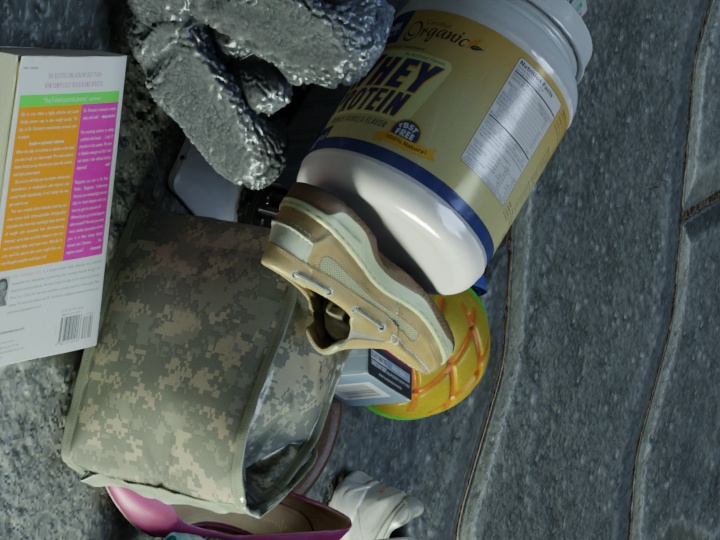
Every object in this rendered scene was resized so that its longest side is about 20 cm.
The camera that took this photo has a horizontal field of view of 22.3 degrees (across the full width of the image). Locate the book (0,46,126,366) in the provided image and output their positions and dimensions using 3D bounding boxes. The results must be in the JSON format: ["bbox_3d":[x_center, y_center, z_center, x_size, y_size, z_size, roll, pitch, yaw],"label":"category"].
[{"bbox_3d":[-0.208,-0.043,1.188,0.133,0.048,0.202,-10,110,-62],"label":"book"}]

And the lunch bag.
[{"bbox_3d":[-0.106,0.072,1.283,0.118,0.163,0.201,46,59,-55],"label":"lunch bag"}]

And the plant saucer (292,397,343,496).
[{"bbox_3d":[-0.073,0.124,1.467,0.200,0.036,0.202,-24,122,-45],"label":"plant saucer"}]

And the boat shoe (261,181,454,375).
[{"bbox_3d":[-0.008,0.024,1.225,0.200,0.071,0.076,46,69,-42],"label":"boat shoe"}]

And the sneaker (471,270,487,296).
[{"bbox_3d":[0.050,-0.031,1.635,0.200,0.070,0.079,24,58,-55],"label":"sneaker"}]

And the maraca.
[{"bbox_3d":[0.033,0.063,1.597,0.199,0.107,0.138,9,98,-36],"label":"maraca"}]

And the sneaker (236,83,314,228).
[{"bbox_3d":[-0.040,-0.085,1.416,0.079,0.073,0.202,15,88,-66],"label":"sneaker"}]

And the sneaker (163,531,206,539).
[{"bbox_3d":[-0.110,0.230,1.340,0.198,0.074,0.083,-11,118,-17],"label":"sneaker"}]

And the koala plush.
[{"bbox_3d":[-0.058,-0.197,1.281,0.177,0.184,0.200,-45,-178,38],"label":"koala plush"}]

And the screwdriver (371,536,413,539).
[{"bbox_3d":[-0.031,0.232,1.545,0.199,0.028,0.029,-3,131,-35],"label":"screwdriver"}]

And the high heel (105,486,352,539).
[{"bbox_3d":[-0.100,0.167,1.365,0.200,0.096,0.068,30,47,-43],"label":"high heel"}]

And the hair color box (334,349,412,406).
[{"bbox_3d":[0.000,0.000,1.477,0.099,0.060,0.202,37,50,-62],"label":"hair color box"}]

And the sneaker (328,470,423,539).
[{"bbox_3d":[0.015,0.288,1.643,0.078,0.099,0.202,-19,116,-57],"label":"sneaker"}]

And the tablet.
[{"bbox_3d":[-0.080,-0.076,1.433,0.200,0.014,0.131,49,59,-55],"label":"tablet"}]

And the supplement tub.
[{"bbox_3d":[0.061,-0.100,1.250,0.201,0.144,0.145,-58,146,-20],"label":"supplement tub"}]

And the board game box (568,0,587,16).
[{"bbox_3d":[0.144,-0.293,1.699,0.148,0.064,0.201,-50,139,-38],"label":"board game box"}]

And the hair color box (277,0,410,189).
[{"bbox_3d":[0.024,-0.127,1.358,0.099,0.060,0.201,41,69,-29],"label":"hair color box"}]
